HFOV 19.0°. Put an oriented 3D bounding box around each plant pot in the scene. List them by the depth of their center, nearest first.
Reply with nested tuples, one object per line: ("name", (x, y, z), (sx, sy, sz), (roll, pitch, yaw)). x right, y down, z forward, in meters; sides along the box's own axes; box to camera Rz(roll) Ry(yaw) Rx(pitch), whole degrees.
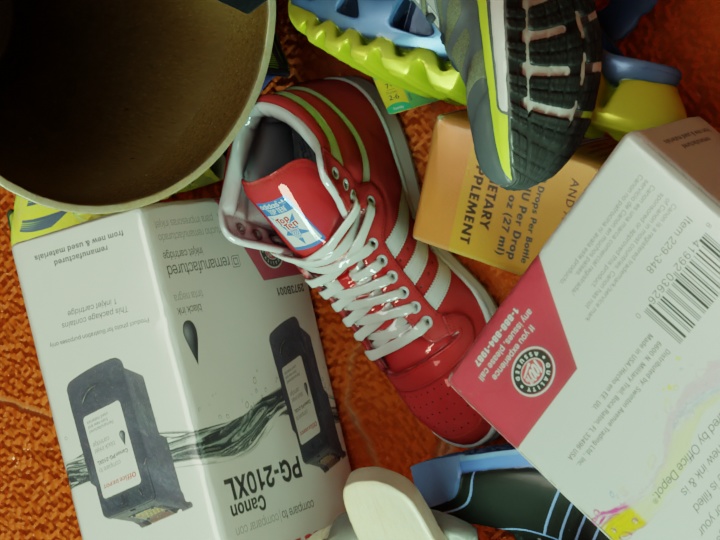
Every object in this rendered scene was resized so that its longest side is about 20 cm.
("plant pot", (-0.172, -0.126, 1.044), (0.200, 0.186, 0.187), (8, 100, 55))

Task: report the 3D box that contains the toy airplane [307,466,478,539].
("toy airplane", (0.045, 0.198, 1.026), (0.199, 0.141, 0.200), (20, 111, -13))

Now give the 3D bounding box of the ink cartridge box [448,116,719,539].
("ink cartridge box", (0.159, 0.054, 0.906), (0.200, 0.086, 0.148), (43, 116, 15))

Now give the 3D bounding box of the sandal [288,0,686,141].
("sandal", (0.062, -0.116, 0.987), (0.199, 0.079, 0.087), (14, 91, 19))

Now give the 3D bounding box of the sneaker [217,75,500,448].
("sneaker", (0.000, 0.000, 1.041), (0.071, 0.112, 0.200), (-30, 81, 28))

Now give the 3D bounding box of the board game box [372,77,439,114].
("board game box", (0.019, -0.177, 1.021), (0.095, 0.030, 0.200), (-13, 109, 29))

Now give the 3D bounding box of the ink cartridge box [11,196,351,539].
("ink cartridge box", (-0.080, 0.069, 1.073), (0.084, 0.145, 0.201), (-15, 88, 28))

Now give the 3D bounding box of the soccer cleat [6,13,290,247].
("soccer cleat", (-0.113, -0.061, 1.123), (0.200, 0.065, 0.084), (-48, 68, 22))

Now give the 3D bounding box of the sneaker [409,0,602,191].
("sneaker", (0.047, -0.129, 0.927), (0.081, 0.074, 0.201), (-19, 74, 40))

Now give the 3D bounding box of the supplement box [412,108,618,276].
("supplement box", (0.128, -0.020, 0.996), (0.199, 0.069, 0.067), (18, 106, 23))

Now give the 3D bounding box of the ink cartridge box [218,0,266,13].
("ink cartridge box", (-0.039, -0.222, 0.957), (0.099, 0.039, 0.201), (-30, 55, 37))

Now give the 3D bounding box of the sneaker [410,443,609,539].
("sneaker", (0.116, 0.117, 1.015), (0.199, 0.070, 0.078), (-6, 88, 29))
